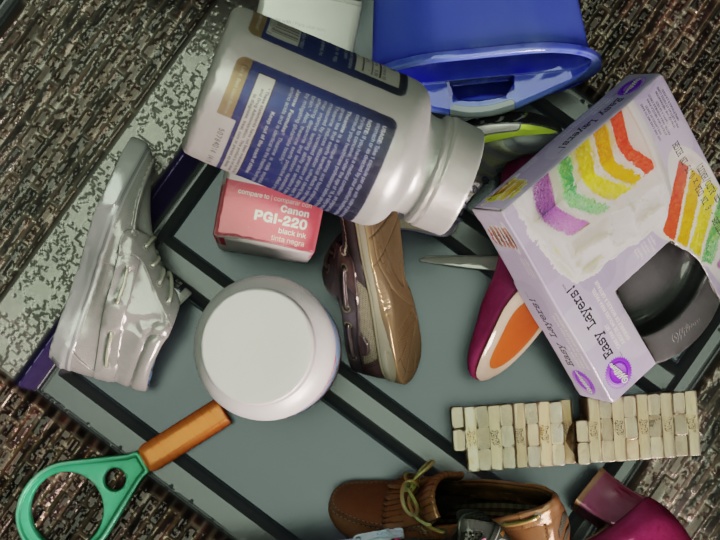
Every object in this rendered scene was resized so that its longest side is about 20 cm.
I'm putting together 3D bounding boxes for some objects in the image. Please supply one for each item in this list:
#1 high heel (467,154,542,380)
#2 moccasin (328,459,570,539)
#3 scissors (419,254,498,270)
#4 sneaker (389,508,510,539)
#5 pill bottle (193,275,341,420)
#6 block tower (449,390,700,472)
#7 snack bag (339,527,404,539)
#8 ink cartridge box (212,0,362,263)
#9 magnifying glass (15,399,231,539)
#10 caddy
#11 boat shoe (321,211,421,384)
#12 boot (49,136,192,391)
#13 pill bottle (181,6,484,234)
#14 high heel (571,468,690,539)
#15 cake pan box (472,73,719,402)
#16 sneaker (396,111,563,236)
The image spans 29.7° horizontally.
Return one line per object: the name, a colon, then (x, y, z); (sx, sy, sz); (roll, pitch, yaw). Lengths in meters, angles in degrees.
high heel: (0.121, -0.010, 1.127); (0.096, 0.067, 0.201); (26, 81, 39)
moccasin: (0.065, 0.189, 1.078); (0.200, 0.074, 0.078); (5, 126, 31)
scissors: (0.153, 0.001, 1.147); (0.198, 0.014, 0.074); (-12, 85, -1)
sneaker: (0.032, 0.248, 1.031); (0.199, 0.080, 0.087); (-34, 95, 3)
pill bottle: (-0.071, 0.061, 1.053); (0.107, 0.200, 0.110); (0, 86, 1)
block tower: (0.174, 0.132, 1.117); (0.198, 0.058, 0.055); (-4, 85, 2)
snack bag: (-0.047, 0.301, 1.089); (0.186, 0.021, 0.202); (-7, 110, 2)
ink cartridge box: (-0.059, -0.114, 1.092); (0.084, 0.146, 0.202); (9, 87, -4)
magnifying glass: (-0.198, 0.170, 1.137); (0.199, 0.022, 0.080); (-32, 86, -2)
caddy: (0.094, -0.175, 1.098); (0.198, 0.141, 0.106); (-6, 82, 1)
boat shoe: (0.000, 0.000, 1.096); (0.064, 0.072, 0.202); (-3, 116, 23)
boot: (-0.183, -0.002, 1.131); (0.095, 0.074, 0.202); (19, 95, -4)
pill bottle: (-0.018, -0.099, 0.968); (0.198, 0.111, 0.112); (22, 86, -9)
high heel: (0.177, 0.263, 1.090); (0.096, 0.067, 0.201); (36, 83, 15)
cake pan box: (0.208, -0.023, 1.079); (0.184, 0.052, 0.201); (-37, 110, -16)
sneaker: (0.076, -0.074, 1.119); (0.198, 0.074, 0.082); (-18, 99, 21)
